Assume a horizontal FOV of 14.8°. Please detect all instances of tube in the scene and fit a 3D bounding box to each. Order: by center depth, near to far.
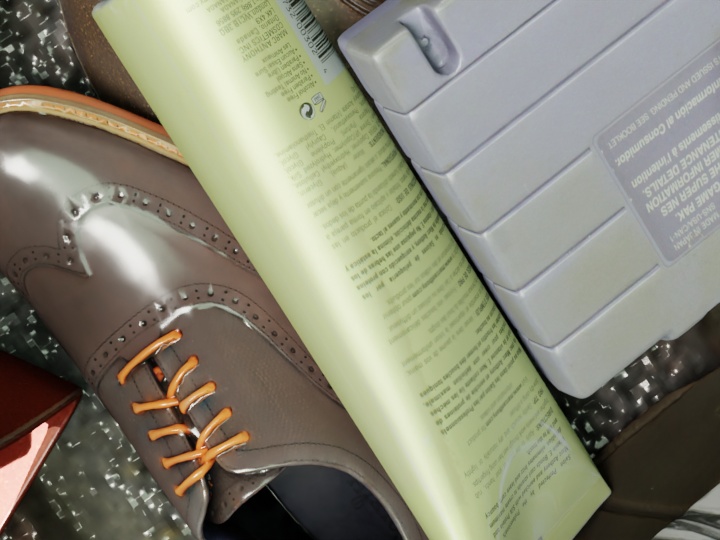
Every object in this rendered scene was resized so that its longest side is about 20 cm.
[{"bbox_3d":[0.000,0.000,0.753,0.058,0.052,0.200,-35,100,-8],"label":"tube"}]

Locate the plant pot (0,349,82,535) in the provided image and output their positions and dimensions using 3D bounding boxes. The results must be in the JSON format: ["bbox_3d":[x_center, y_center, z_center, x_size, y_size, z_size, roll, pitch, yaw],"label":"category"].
[{"bbox_3d":[-0.209,0.079,0.712,0.176,0.200,0.200,31,94,1],"label":"plant pot"}]

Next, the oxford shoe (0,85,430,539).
[{"bbox_3d":[-0.039,0.028,0.767,0.200,0.073,0.071,41,115,-10],"label":"oxford shoe"}]

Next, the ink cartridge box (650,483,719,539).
[{"bbox_3d":[0.128,0.128,0.695,0.200,0.084,0.146,-36,113,-20],"label":"ink cartridge box"}]

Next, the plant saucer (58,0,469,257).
[{"bbox_3d":[0.012,-0.099,0.784,0.199,0.032,0.201,-1,98,-7],"label":"plant saucer"}]

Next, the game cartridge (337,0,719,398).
[{"bbox_3d":[0.104,-0.071,0.772,0.200,0.038,0.130,-37,120,-10],"label":"game cartridge"}]

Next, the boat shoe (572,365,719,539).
[{"bbox_3d":[0.123,0.066,0.803,0.200,0.072,0.076,-47,119,8],"label":"boat shoe"}]
